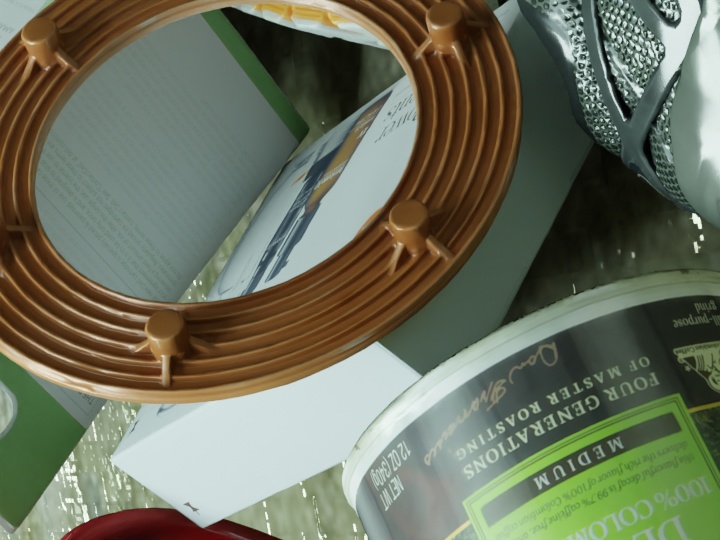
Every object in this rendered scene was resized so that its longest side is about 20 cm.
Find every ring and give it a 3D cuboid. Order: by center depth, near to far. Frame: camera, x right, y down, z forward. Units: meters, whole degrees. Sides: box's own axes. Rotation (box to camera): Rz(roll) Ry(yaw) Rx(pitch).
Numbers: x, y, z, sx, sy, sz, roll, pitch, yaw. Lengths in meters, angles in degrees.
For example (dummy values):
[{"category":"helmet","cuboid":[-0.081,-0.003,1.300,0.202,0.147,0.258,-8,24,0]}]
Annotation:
[{"category":"ring","cuboid":[-0.046,-0.044,0.806,0.201,0.200,0.019,51,167,39]}]

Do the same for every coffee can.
[{"category":"coffee can","cuboid":[0.097,0.123,0.750,0.201,0.145,0.147,65,146,24]}]

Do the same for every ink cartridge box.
[{"category":"ink cartridge box","cuboid":[-0.117,-0.022,0.925,0.048,0.200,0.146,27,164,38]}]

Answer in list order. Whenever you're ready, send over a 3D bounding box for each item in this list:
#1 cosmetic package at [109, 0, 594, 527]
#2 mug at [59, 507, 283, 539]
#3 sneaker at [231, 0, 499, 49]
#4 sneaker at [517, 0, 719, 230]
[{"category":"cosmetic package","cuboid":[0.000,0.000,0.882,0.200,0.052,0.151,-32,27,57]},{"category":"mug","cuboid":[-0.026,0.174,0.917,0.133,0.199,0.179,-1,97,59]},{"category":"sneaker","cuboid":[-0.019,-0.131,0.946,0.199,0.078,0.078,26,100,46]},{"category":"sneaker","cuboid":[0.098,-0.117,0.749,0.114,0.076,0.201,28,128,45]}]
